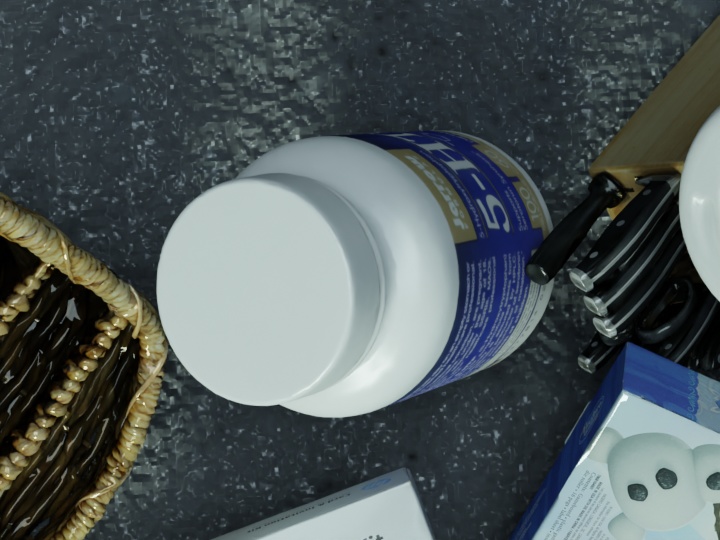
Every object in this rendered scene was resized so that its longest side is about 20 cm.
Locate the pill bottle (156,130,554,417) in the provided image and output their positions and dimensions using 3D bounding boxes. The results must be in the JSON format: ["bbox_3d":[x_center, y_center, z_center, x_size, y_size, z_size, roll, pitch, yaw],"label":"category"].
[{"bbox_3d":[0.000,0.000,0.811,0.119,0.200,0.121,3,97,25],"label":"pill bottle"}]

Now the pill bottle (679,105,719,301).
[{"bbox_3d":[0.225,-0.049,0.797,0.110,0.200,0.112,12,114,30],"label":"pill bottle"}]

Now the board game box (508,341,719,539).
[{"bbox_3d":[0.165,0.154,0.843,0.198,0.043,0.201,24,123,-4],"label":"board game box"}]

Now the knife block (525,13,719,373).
[{"bbox_3d":[0.152,-0.050,0.859,0.175,0.064,0.202,8,85,-42],"label":"knife block"}]

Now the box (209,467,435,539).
[{"bbox_3d":[-0.015,0.210,0.834,0.155,0.041,0.201,-20,93,-1],"label":"box"}]

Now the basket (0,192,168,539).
[{"bbox_3d":[-0.175,0.077,0.828,0.142,0.149,0.200,38,86,-10],"label":"basket"}]
